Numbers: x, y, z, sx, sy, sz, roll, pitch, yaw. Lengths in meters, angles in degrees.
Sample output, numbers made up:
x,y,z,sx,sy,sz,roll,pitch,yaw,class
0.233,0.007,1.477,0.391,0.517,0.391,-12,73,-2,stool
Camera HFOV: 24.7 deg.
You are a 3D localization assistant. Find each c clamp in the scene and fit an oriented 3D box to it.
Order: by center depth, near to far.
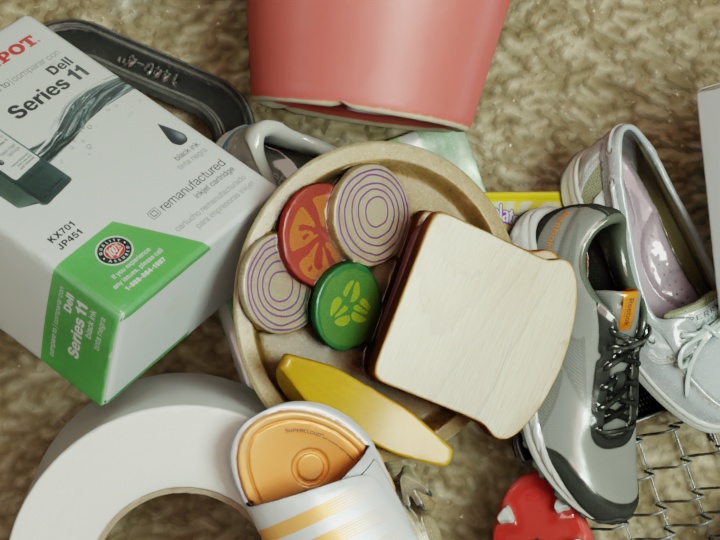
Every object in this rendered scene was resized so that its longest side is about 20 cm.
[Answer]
x,y,z,sx,sy,sz,roll,pitch,yaw,class
-0.175,-0.076,1.065,0.199,0.027,0.172,18,71,2,c clamp

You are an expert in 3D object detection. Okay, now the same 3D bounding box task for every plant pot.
x,y,z,sx,sy,sz,roll,pitch,yaw,class
0.013,-0.184,1.036,0.199,0.200,0.178,7,91,-7,plant pot

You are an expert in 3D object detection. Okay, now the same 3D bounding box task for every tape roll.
x,y,z,sx,sy,sz,roll,pitch,yaw,class
-0.105,0.169,0.976,0.201,0.139,0.204,0,94,-7,tape roll

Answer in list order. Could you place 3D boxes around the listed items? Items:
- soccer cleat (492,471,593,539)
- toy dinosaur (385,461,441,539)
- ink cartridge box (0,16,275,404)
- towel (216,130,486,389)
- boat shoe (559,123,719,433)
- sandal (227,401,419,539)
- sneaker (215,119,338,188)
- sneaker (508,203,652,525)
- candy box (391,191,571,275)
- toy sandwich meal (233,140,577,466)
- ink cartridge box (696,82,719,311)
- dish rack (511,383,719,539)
x,y,z,sx,sy,sz,roll,pitch,yaw,class
0.128,0.226,1.019,0.068,0.085,0.201,-18,70,13,soccer cleat
0.028,0.150,1.020,0.058,0.101,0.201,-24,81,9,toy dinosaur
-0.173,-0.041,0.953,0.200,0.083,0.147,34,48,14,ink cartridge box
0.000,0.000,1.087,0.199,0.023,0.153,-20,85,-10,towel
0.194,0.006,1.040,0.074,0.065,0.203,-18,79,-25,boat shoe
0.003,0.164,0.887,0.079,0.059,0.207,-30,100,-6,sandal
-0.002,-0.028,1.032,0.199,0.087,0.075,31,73,-11,sneaker
0.141,0.055,1.005,0.074,0.079,0.201,-5,83,-43,sneaker
0.087,0.001,1.045,0.199,0.026,0.103,-3,87,-39,candy box
0.026,0.023,0.937,0.204,0.070,0.206,-1,92,-25,toy sandwich meal
0.302,-0.045,1.050,0.199,0.083,0.148,4,80,-49,ink cartridge box
0.193,0.168,1.077,0.153,0.055,0.201,-18,86,-9,dish rack
